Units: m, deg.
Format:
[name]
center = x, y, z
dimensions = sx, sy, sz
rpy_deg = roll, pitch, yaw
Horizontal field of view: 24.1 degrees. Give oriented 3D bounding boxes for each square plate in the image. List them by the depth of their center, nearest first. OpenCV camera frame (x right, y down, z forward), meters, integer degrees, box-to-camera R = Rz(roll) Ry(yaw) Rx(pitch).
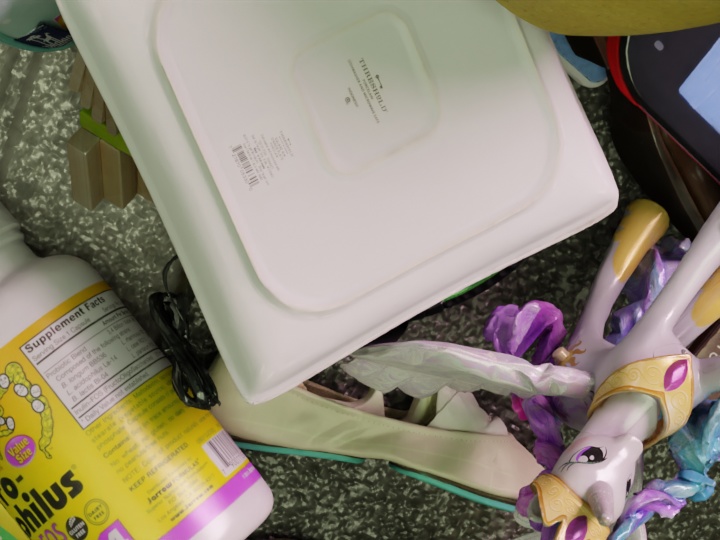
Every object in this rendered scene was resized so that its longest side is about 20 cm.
[square plate]
center = -0.001, -0.073, 0.713
dimensions = 0.197, 0.028, 0.201
rpy_deg = -28, 103, -15

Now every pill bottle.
[pill bottle]
center = -0.139, 0.066, 0.800
dimensions = 0.104, 0.104, 0.200
rpy_deg = -40, 88, 9

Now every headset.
[headset]
center = 0.000, 0.000, 0.787
dimensions = 0.198, 0.095, 0.124
rpy_deg = -16, 147, -8

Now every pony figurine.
[pony figurine]
center = 0.103, 0.052, 0.749
dimensions = 0.166, 0.193, 0.200
rpy_deg = 43, 68, -11

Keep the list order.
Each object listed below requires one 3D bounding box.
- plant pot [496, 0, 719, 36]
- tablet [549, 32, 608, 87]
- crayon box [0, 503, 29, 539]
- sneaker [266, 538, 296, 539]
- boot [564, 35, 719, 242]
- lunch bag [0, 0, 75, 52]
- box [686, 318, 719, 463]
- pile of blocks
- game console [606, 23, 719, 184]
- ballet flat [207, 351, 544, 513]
[plant pot]
center = 0.108, -0.172, 0.657
dimensions = 0.200, 0.201, 0.142
rpy_deg = 38, 138, -14
[tablet]
center = 0.087, -0.184, 0.765
dimensions = 0.199, 0.014, 0.130
rpy_deg = 35, 99, -34
[crayon box]
center = -0.229, 0.156, 0.859
dimensions = 0.200, 0.058, 0.173
rpy_deg = 42, 99, -15
[sneaker]
center = -0.093, 0.221, 0.893
dimensions = 0.200, 0.071, 0.076
rpy_deg = -39, 151, -7
[boot]
center = 0.205, -0.125, 0.805
dimensions = 0.199, 0.064, 0.187
rpy_deg = -35, 124, -5
[lunch bag]
center = -0.129, -0.186, 0.699
dimensions = 0.077, 0.160, 0.201
rpy_deg = 36, 99, 14
[box]
center = 0.241, 0.076, 0.862
dimensions = 0.199, 0.075, 0.100
rpy_deg = 34, 102, -15
[pile of blocks]
center = -0.076, -0.102, 0.744
dimensions = 0.062, 0.082, 0.201
rpy_deg = 29, 124, 14
[game console]
center = 0.224, -0.102, 0.764
dimensions = 0.200, 0.031, 0.177
rpy_deg = 40, 95, -21
[ballet flat]
center = 0.015, 0.074, 0.852
dimensions = 0.198, 0.070, 0.070
rpy_deg = 14, 106, -8
